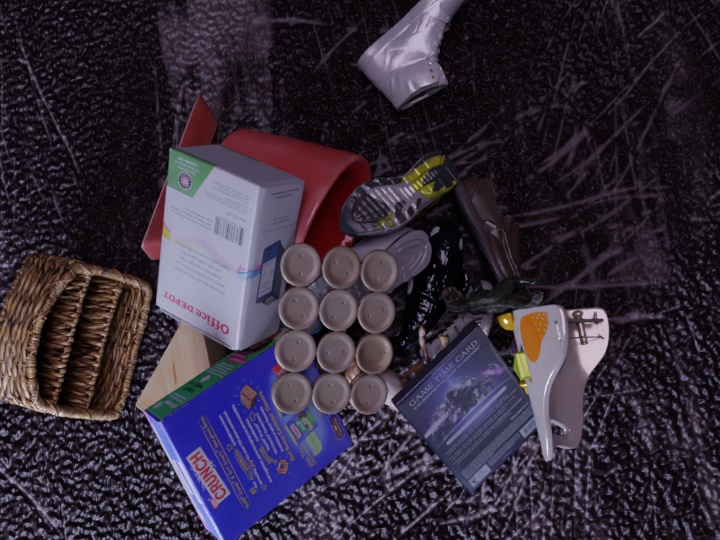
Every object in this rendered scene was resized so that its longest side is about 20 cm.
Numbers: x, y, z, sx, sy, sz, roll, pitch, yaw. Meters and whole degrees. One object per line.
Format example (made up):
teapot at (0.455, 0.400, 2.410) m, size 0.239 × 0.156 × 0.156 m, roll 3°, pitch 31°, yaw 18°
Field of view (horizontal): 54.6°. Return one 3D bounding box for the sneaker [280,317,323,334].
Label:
sneaker at (-0.147, 0.054, 0.961) m, size 0.195 × 0.077 × 0.083 m, roll 6°, pitch 88°, yaw 5°

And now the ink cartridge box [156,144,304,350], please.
ink cartridge box at (-0.159, -0.030, 0.829) m, size 0.143 × 0.087 × 0.204 m, roll 23°, pitch 112°, yaw 27°

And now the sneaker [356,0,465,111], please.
sneaker at (0.104, -0.322, 1.015) m, size 0.199 × 0.074 × 0.116 m, roll -41°, pitch 82°, yaw 6°

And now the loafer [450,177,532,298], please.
loafer at (0.192, -0.044, 0.959) m, size 0.070 × 0.073 × 0.204 m, roll -23°, pitch 81°, yaw -1°

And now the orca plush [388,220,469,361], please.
orca plush at (0.086, 0.020, 0.956) m, size 0.105 × 0.071 × 0.201 m, roll 37°, pitch 85°, yaw 8°

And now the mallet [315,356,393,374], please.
mallet at (-0.054, 0.138, 0.951) m, size 0.195 × 0.041 × 0.068 m, roll 6°, pitch 85°, yaw -3°

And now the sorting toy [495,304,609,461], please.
sorting toy at (0.246, 0.140, 0.885) m, size 0.105 × 0.198 × 0.185 m, roll -9°, pitch 81°, yaw 32°

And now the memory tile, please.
memory tile at (-0.029, 0.072, 0.835) m, size 0.150 × 0.017 × 0.205 m, roll 3°, pitch 96°, yaw -19°

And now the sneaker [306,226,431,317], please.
sneaker at (0.000, 0.000, 0.930) m, size 0.197 × 0.080 × 0.078 m, roll -25°, pitch 120°, yaw -25°

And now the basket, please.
basket at (-0.387, 0.089, 0.937) m, size 0.146 × 0.143 × 0.205 m, roll 14°, pitch 82°, yaw 6°

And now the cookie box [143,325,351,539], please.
cookie box at (-0.132, 0.192, 0.850) m, size 0.198 × 0.075 × 0.174 m, roll -32°, pitch 105°, yaw -30°

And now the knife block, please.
knife block at (-0.191, 0.178, 0.905) m, size 0.174 × 0.064 × 0.202 m, roll 32°, pitch 96°, yaw 7°

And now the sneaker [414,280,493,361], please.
sneaker at (0.119, 0.102, 0.939) m, size 0.086 × 0.076 × 0.204 m, roll 19°, pitch 82°, yaw 6°

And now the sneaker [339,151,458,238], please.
sneaker at (0.051, -0.084, 0.941) m, size 0.198 × 0.085 × 0.075 m, roll -28°, pitch 73°, yaw -29°

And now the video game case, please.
video game case at (0.143, 0.180, 0.894) m, size 0.142 × 0.019 × 0.201 m, roll -42°, pitch 119°, yaw -5°

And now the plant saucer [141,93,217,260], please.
plant saucer at (-0.236, -0.111, 0.940) m, size 0.036 × 0.199 × 0.204 m, roll 19°, pitch 82°, yaw -11°

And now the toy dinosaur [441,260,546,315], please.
toy dinosaur at (0.182, 0.028, 0.858) m, size 0.087 × 0.199 × 0.048 m, roll -24°, pitch 95°, yaw -28°

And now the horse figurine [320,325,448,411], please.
horse figurine at (0.041, 0.130, 0.894) m, size 0.195 × 0.050 × 0.136 m, roll 11°, pitch 104°, yaw 5°

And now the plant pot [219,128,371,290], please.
plant pot at (-0.106, -0.090, 0.935) m, size 0.175 × 0.201 × 0.203 m, roll 26°, pitch 83°, yaw 15°
